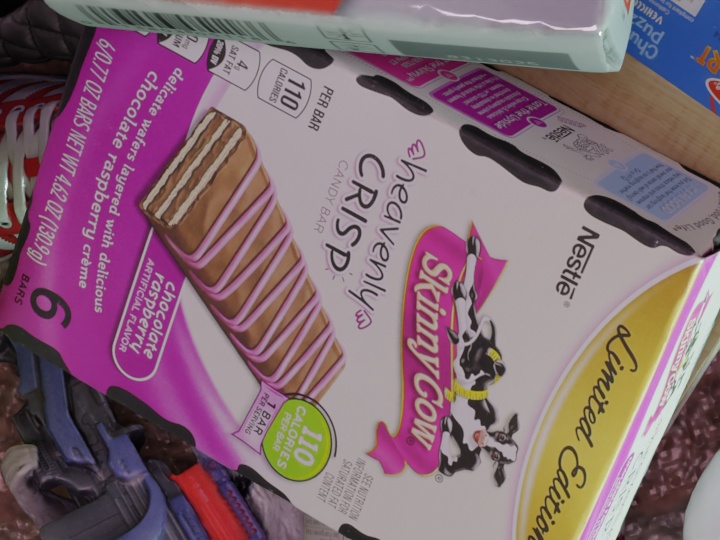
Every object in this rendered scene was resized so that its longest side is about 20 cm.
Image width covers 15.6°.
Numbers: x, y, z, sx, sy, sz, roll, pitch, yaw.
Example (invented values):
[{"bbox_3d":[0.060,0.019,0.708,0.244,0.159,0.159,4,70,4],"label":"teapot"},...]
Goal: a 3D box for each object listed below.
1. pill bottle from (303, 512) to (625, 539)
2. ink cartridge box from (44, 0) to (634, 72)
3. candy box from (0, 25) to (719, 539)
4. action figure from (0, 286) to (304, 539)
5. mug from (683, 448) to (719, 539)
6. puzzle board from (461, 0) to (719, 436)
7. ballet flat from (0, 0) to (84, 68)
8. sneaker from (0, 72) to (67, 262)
[{"bbox_3d":[0.035,0.096,0.887,0.109,0.110,0.201,1,87,6],"label":"pill bottle"},{"bbox_3d":[0.006,-0.161,0.723,0.162,0.050,0.201,6,86,15],"label":"ink cartridge box"},{"bbox_3d":[0.000,0.000,0.782,0.200,0.061,0.137,28,116,16],"label":"candy box"},{"bbox_3d":[-0.104,0.107,0.941,0.193,0.105,0.200,-26,61,2],"label":"action figure"},{"bbox_3d":[0.179,0.094,0.844,0.175,0.148,0.200,-35,134,11],"label":"mug"},{"bbox_3d":[0.043,-0.062,0.784,0.200,0.017,0.151,35,121,12],"label":"puzzle board"},{"bbox_3d":[-0.131,-0.097,0.891,0.200,0.057,0.067,-6,53,42],"label":"ballet flat"},{"bbox_3d":[-0.106,-0.033,0.902,0.199,0.112,0.071,-7,97,7],"label":"sneaker"}]
